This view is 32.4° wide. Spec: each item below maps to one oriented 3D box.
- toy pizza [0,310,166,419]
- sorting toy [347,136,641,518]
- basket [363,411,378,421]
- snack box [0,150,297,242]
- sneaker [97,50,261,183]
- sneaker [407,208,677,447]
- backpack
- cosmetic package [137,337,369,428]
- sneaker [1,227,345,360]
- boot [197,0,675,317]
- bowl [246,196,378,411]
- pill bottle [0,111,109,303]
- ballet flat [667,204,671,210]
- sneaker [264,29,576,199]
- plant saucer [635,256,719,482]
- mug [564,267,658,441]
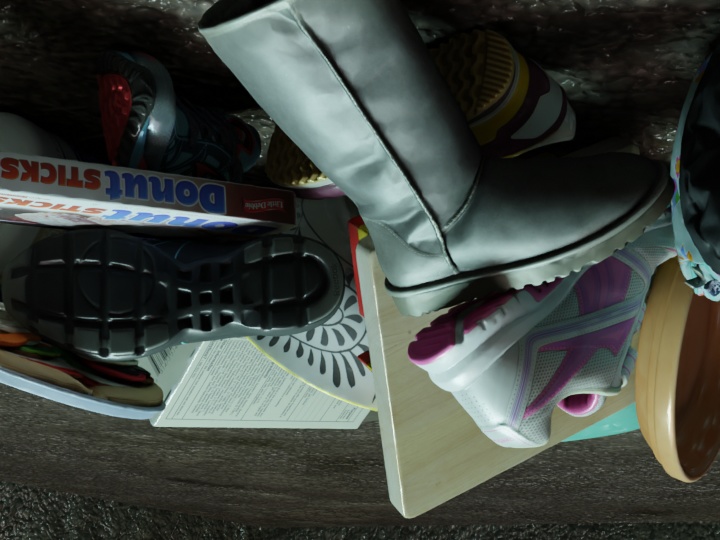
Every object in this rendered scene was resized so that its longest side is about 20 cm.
[{"bbox_3d":[-0.211,0.041,0.767,0.199,0.032,0.200,22,178,1],"label":"toy pizza"},{"bbox_3d":[0.084,0.028,0.807,0.199,0.200,0.070,-22,-147,-23],"label":"sorting toy"},{"bbox_3d":[0.042,0.071,1.116,0.198,0.137,0.180,-2,170,8],"label":"basket"},{"bbox_3d":[-0.136,-0.039,0.706,0.199,0.025,0.072,5,166,-39],"label":"snack box"},{"bbox_3d":[-0.110,-0.087,0.772,0.095,0.080,0.200,-12,169,-8],"label":"sneaker"},{"bbox_3d":[0.119,0.033,0.706,0.199,0.089,0.081,-33,-173,-29],"label":"sneaker"},{"bbox_3d":[0.238,-0.046,0.685,0.126,0.168,0.200,15,172,25],"label":"backpack"},{"bbox_3d":[-0.066,0.060,0.936,0.199,0.073,0.104,8,125,-44],"label":"cosmetic package"},{"bbox_3d":[-0.111,0.017,0.742,0.198,0.076,0.079,1,175,-12],"label":"sneaker"},{"bbox_3d":[0.041,-0.082,0.623,0.181,0.073,0.201,-22,113,17],"label":"boot"},{"bbox_3d":[0.000,0.000,0.889,0.200,0.201,0.095,15,120,-31],"label":"bowl"},{"bbox_3d":[-0.206,-0.022,0.888,0.119,0.121,0.200,-6,161,29],"label":"pill bottle"},{"bbox_3d":[0.146,-0.016,0.900,0.199,0.067,0.067,-5,-155,37],"label":"ballet flat"},{"bbox_3d":[0.031,-0.074,0.740,0.199,0.076,0.090,-11,152,42],"label":"sneaker"},{"bbox_3d":[0.241,0.050,0.893,0.037,0.202,0.200,11,168,29],"label":"plant saucer"},{"bbox_3d":[0.184,0.066,0.969,0.114,0.186,0.152,-17,137,42],"label":"mug"}]
